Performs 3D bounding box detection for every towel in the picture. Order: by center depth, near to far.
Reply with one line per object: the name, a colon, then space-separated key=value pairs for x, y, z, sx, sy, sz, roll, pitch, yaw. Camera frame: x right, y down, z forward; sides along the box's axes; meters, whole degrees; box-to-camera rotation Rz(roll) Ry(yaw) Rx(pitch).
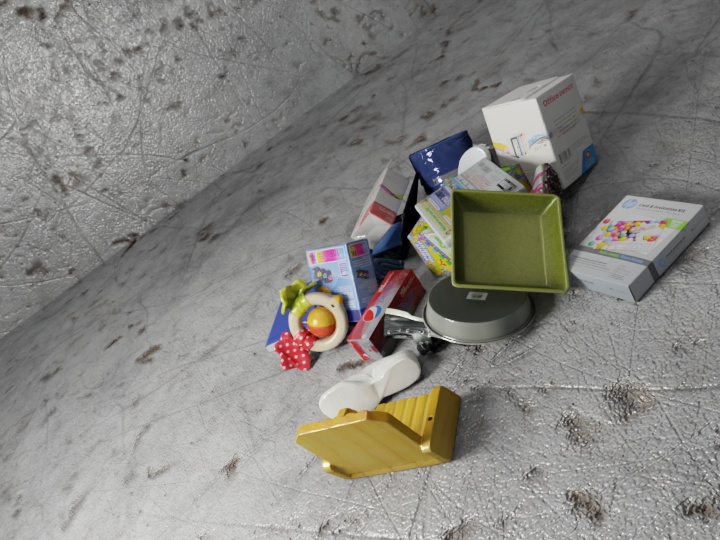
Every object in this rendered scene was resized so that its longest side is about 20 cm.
towel: x=0.000 y=0.000 z=1.505 sx=0.200 sy=0.112 sz=0.049 roll=-2 pitch=84 yaw=45

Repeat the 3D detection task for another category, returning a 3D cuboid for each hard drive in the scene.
hard drive: x=-0.156 y=0.105 z=1.601 sx=0.132 sy=0.025 sz=0.200 roll=-24 pitch=29 yaw=23

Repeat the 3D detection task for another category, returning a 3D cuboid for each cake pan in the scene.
cake pan: x=0.208 y=0.058 z=1.155 sx=0.200 sy=0.037 sz=0.200 roll=-8 pitch=30 yaw=5

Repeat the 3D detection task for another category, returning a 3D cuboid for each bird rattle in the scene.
bird rattle: x=-0.107 y=0.117 z=1.379 sx=0.163 sy=0.200 sz=0.113 roll=-1 pitch=3 yaw=14

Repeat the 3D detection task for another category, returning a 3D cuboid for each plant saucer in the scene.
plant saucer: x=0.257 y=-0.045 z=1.152 sx=0.200 sy=0.048 sz=0.200 roll=3 pitch=63 yaw=1

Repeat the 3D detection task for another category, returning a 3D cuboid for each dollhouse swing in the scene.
dollhouse swing: x=0.022 y=0.227 z=1.030 sx=0.200 sy=0.176 sz=0.182 roll=-20 pitch=31 yaw=30

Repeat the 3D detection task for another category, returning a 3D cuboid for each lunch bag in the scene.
lunch bag: x=0.211 y=-0.253 z=1.603 sx=0.136 sy=0.132 sz=0.200 roll=-25 pitch=8 yaw=-3

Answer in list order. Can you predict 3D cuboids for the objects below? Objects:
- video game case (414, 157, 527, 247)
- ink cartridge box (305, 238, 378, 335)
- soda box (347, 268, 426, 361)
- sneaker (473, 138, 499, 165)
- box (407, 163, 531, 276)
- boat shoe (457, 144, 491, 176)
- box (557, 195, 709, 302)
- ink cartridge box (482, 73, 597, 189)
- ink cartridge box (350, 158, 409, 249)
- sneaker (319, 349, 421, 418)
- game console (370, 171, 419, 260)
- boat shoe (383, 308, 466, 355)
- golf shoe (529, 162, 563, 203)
video game case: x=0.213 y=-0.140 z=1.296 sx=0.182 sy=0.022 sz=0.200 roll=-35 pitch=28 yaw=5
ink cartridge box: x=-0.032 y=0.040 z=1.419 sx=0.136 sy=0.200 sz=0.076 roll=-8 pitch=7 yaw=45
soda box: x=0.056 y=0.089 z=1.328 sx=0.063 sy=0.070 sz=0.200 roll=-8 pitch=38 yaw=44
sneaker: x=0.337 y=-0.299 z=1.643 sx=0.082 sy=0.075 sz=0.200 roll=-36 pitch=30 yaw=-32
box: x=0.240 y=-0.104 z=1.362 sx=0.193 sy=0.122 sz=0.200 roll=-5 pitch=41 yaw=46
boat shoe: x=0.266 y=-0.213 z=1.466 sx=0.072 sy=0.200 sz=0.068 roll=38 pitch=61 yaw=25
box: x=0.458 y=-0.043 z=1.099 sx=0.200 sy=0.041 sz=0.156 roll=-42 pitch=27 yaw=-13
ink cartridge box: x=0.380 y=-0.286 z=1.373 sx=0.147 sy=0.200 sz=0.145 roll=-35 pitch=22 yaw=-32
ink cartridge box: x=0.055 y=-0.164 z=1.580 sx=0.116 sy=0.067 sz=0.200 roll=-50 pitch=15 yaw=52
sneaker: x=0.018 y=0.207 z=1.201 sx=0.200 sy=0.075 sz=0.088 roll=-26 pitch=16 yaw=5
game console: x=0.077 y=-0.120 z=1.589 sx=0.176 sy=0.116 sz=0.200 roll=-19 pitch=31 yaw=30
boat shoe: x=0.118 y=0.123 z=1.207 sx=0.199 sy=0.074 sz=0.066 roll=15 pitch=82 yaw=38
golf shoe: x=0.343 y=-0.120 z=1.268 sx=0.092 sy=0.073 sz=0.200 roll=-13 pitch=57 yaw=40
